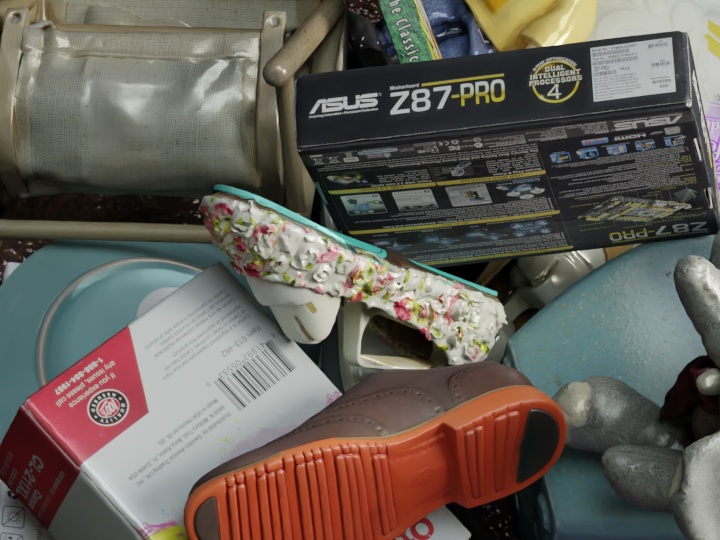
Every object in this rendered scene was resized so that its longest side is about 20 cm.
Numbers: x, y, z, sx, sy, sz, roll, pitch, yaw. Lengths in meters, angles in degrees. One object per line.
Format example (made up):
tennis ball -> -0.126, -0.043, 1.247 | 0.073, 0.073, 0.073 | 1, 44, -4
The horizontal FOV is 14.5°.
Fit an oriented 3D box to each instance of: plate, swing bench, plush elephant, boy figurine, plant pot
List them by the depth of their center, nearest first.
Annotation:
plush elephant -> 0.195, 0.057, 1.376 | 0.165, 0.155, 0.200 | -37, 64, -9
plate -> -0.110, 0.057, 1.534 | 0.200, 0.026, 0.200 | 7, 61, -13
plant pot -> 0.181, 0.094, 1.548 | 0.200, 0.196, 0.197 | -10, 63, -6
swing bench -> -0.117, -0.114, 1.587 | 0.199, 0.130, 0.200 | 2, 34, 9
boy figurine -> 0.093, -0.162, 1.684 | 0.200, 0.064, 0.124 | -28, 50, 9

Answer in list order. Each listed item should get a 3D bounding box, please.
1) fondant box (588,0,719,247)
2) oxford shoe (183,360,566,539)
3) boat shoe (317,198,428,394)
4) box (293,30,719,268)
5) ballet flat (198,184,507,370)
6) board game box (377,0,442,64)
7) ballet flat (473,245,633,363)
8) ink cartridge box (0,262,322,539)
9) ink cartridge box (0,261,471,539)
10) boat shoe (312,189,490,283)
fondant box -> 0.172, -0.102, 1.727 | 0.144, 0.058, 0.200 | 9, 60, -8
oxford shoe -> 0.000, 0.094, 1.412 | 0.200, 0.071, 0.073 | -13, 33, -20
boat shoe -> 0.000, 0.000, 1.575 | 0.073, 0.062, 0.200 | 14, 60, -26
box -> 0.080, -0.057, 1.454 | 0.200, 0.161, 0.049 | -7, 63, 11
ballet flat -> -0.004, 0.015, 1.464 | 0.200, 0.076, 0.064 | 22, 83, -35
board game box -> 0.031, -0.129, 1.600 | 0.023, 0.105, 0.200 | -21, 71, 8
ballet flat -> 0.089, 0.028, 1.589 | 0.069, 0.063, 0.200 | 45, 86, -11
ink cartridge box -> -0.107, 0.102, 1.550 | 0.200, 0.043, 0.198 | 8, 60, -11
ink cartridge box -> -0.067, 0.120, 1.448 | 0.200, 0.083, 0.146 | 47, 55, 9
boat shoe -> 0.043, -0.013, 1.644 | 0.200, 0.070, 0.066 | 25, 56, -8
